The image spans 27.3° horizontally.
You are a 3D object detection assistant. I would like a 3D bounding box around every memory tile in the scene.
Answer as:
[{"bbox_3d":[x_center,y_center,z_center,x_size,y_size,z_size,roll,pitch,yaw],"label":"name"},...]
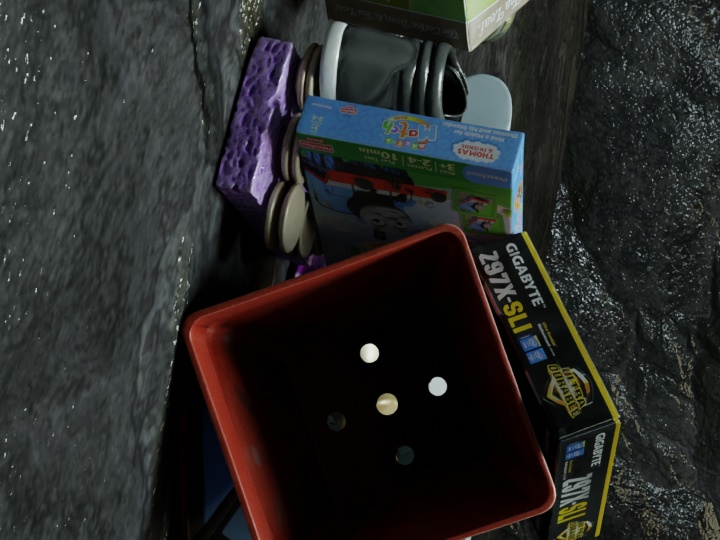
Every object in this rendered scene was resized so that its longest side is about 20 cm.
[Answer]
[{"bbox_3d":[-0.029,-0.084,1.114,0.200,0.017,0.154,3,98,-79],"label":"memory tile"}]

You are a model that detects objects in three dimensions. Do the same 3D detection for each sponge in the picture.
[{"bbox_3d":[-0.056,-0.082,1.100,0.200,0.030,0.112,55,47,-72],"label":"sponge"}]

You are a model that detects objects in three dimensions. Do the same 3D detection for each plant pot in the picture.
[{"bbox_3d":[0.011,0.099,1.063,0.176,0.200,0.200,38,32,-84],"label":"plant pot"}]

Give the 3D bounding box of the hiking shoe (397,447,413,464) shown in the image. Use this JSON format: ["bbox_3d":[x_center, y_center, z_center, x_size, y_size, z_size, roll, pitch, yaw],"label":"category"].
[{"bbox_3d":[0.019,0.215,1.418,0.200,0.087,0.074,-51,180,11],"label":"hiking shoe"}]

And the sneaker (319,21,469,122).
[{"bbox_3d":[0.029,-0.104,1.088,0.200,0.099,0.071,81,21,-62],"label":"sneaker"}]

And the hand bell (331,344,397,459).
[{"bbox_3d":[0.018,0.153,1.242,0.104,0.104,0.200,67,1,-68],"label":"hand bell"}]

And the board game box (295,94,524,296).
[{"bbox_3d":[0.041,-0.044,1.069,0.200,0.151,0.037,78,26,-62],"label":"board game box"}]

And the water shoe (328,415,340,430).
[{"bbox_3d":[-0.025,0.160,1.354,0.200,0.071,0.079,-41,145,-70],"label":"water shoe"}]

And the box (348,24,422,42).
[{"bbox_3d":[0.034,-0.216,1.329,0.200,0.051,0.158,68,36,-67],"label":"box"}]

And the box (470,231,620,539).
[{"bbox_3d":[0.127,0.093,1.070,0.200,0.049,0.160,83,-13,-57],"label":"box"}]

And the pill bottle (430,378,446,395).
[{"bbox_3d":[0.072,0.052,1.480,0.200,0.112,0.112,-98,-165,-75],"label":"pill bottle"}]

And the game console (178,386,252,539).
[{"bbox_3d":[-0.056,0.152,1.122,0.119,0.172,0.200,-55,178,26],"label":"game console"}]

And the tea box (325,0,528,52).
[{"bbox_3d":[0.070,-0.296,1.073,0.200,0.134,0.197,-43,138,-38],"label":"tea box"}]

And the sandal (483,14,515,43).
[{"bbox_3d":[0.092,-0.310,1.411,0.057,0.080,0.201,-12,84,-42],"label":"sandal"}]

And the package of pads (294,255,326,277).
[{"bbox_3d":[0.000,0.000,1.311,0.200,0.076,0.121,64,36,-70],"label":"package of pads"}]

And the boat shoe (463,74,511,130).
[{"bbox_3d":[0.083,-0.072,1.323,0.091,0.071,0.200,76,33,-68],"label":"boat shoe"}]
